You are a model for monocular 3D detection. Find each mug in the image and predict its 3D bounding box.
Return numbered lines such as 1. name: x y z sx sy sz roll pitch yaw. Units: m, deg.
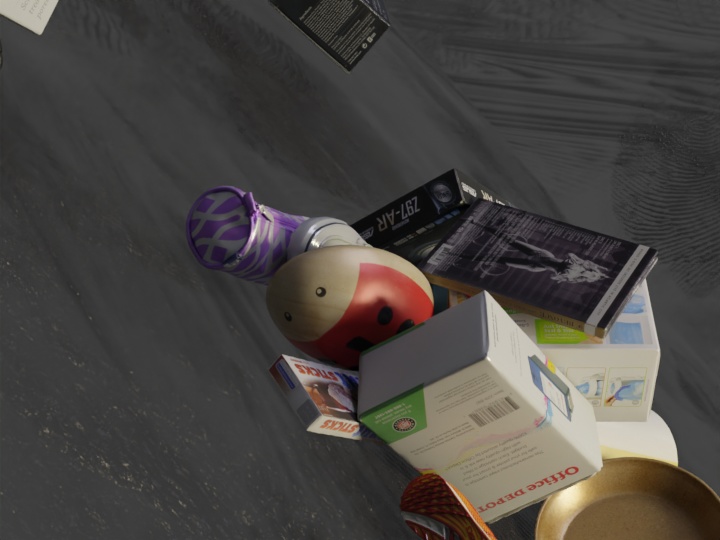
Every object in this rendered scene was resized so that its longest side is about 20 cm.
1. mug: 0.255 0.215 1.624 0.152 0.150 0.187 21 15 -39

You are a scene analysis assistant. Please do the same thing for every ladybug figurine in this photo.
1. ladybug figurine: -0.002 0.044 1.400 0.199 0.136 0.073 21 39 -43

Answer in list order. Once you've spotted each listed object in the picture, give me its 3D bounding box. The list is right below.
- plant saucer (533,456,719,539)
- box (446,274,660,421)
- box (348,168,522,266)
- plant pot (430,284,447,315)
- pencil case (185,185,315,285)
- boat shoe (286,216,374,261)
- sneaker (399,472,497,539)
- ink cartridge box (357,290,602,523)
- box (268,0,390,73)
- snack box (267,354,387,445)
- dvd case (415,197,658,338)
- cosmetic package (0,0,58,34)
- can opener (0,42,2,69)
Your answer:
1. plant saucer: 0.275 0.277 1.491 0.201 0.198 0.036 -119 -167 -46
2. box: 0.182 0.074 1.449 0.113 0.197 0.102 -90 180 -48
3. box: 0.068 -0.028 1.637 0.160 0.199 0.044 26 43 -52
4. plant pot: 0.122 0.067 1.608 0.133 0.202 0.201 16 23 -13
5. pencil case: -0.089 -0.030 1.448 0.084 0.085 0.199 58 18 21
6. boat shoe: 0.000 0.000 1.468 0.066 0.074 0.200 21 -3 29
7. sneaker: 0.103 0.254 1.245 0.077 0.073 0.201 43 14 -47
8. ink cartridge box: 0.111 0.132 1.367 0.200 0.144 0.088 45 30 -32
9. box: -0.060 -0.487 2.674 0.196 0.124 0.200 38 16 -19
10. snack box: -0.009 0.124 1.370 0.072 0.024 0.199 53 17 28
11. dvd case: 0.174 -0.006 1.449 0.198 0.016 0.149 17 38 23
12. cosmetic package: -0.352 -0.336 1.290 0.199 0.166 0.164 31 4 36
13. can opener: -0.372 -0.199 1.212 0.199 0.078 0.064 12 74 -59
